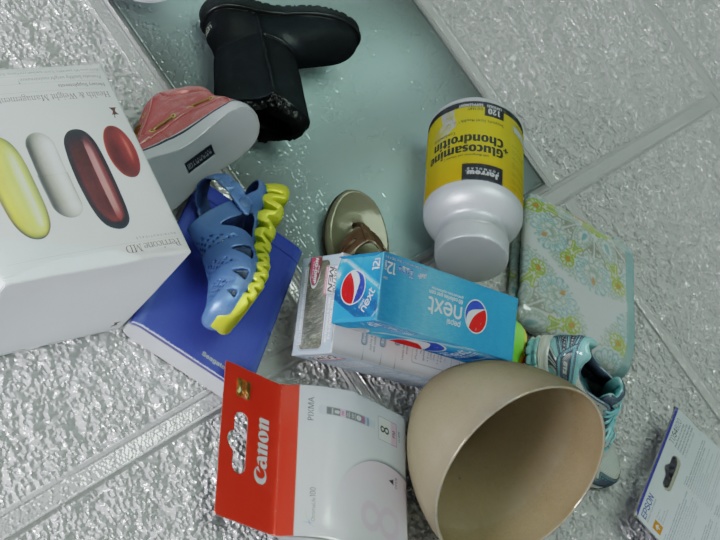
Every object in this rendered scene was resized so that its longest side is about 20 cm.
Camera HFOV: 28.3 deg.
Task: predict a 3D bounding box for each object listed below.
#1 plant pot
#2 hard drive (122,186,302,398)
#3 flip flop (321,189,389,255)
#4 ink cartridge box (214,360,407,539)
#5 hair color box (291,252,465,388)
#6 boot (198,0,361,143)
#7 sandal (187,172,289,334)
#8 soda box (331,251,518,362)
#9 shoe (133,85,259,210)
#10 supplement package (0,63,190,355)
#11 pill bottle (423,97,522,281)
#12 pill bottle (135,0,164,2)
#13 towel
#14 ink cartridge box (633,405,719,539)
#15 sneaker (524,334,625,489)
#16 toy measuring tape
[{"bbox_3d":[0.122,0.166,1.414,0.200,0.201,0.134,7,24,-37],"label":"plant pot"},{"bbox_3d":[-0.139,0.018,1.395,0.132,0.025,0.201,35,44,-17],"label":"hard drive"},{"bbox_3d":[0.000,0.000,1.500,0.081,0.058,0.201,22,52,-22],"label":"flip flop"},{"bbox_3d":[-0.040,0.180,1.330,0.200,0.057,0.163,33,44,-37],"label":"ink cartridge box"},{"bbox_3d":[0.027,0.055,1.440,0.199,0.060,0.100,18,73,-43],"label":"hair color box"},{"bbox_3d":[-0.078,-0.212,1.569,0.199,0.076,0.169,6,54,-29],"label":"boot"},{"bbox_3d":[-0.129,-0.022,1.363,0.087,0.080,0.201,28,38,-18],"label":"sandal"},{"bbox_3d":[0.065,0.039,1.392,0.199,0.064,0.068,18,73,-42],"label":"soda box"},{"bbox_3d":[-0.201,-0.114,1.412,0.200,0.072,0.091,-37,43,-25],"label":"shoe"},{"bbox_3d":[-0.290,-0.052,1.227,0.191,0.147,0.201,-13,69,-44],"label":"supplement package"},{"bbox_3d":[0.129,-0.091,1.623,0.112,0.112,0.201,26,47,-24],"label":"pill bottle"},{"bbox_3d":[-0.238,-0.392,1.537,0.112,0.112,0.201,5,59,-38],"label":"pill bottle"},{"bbox_3d":[0.252,0.016,1.714,0.171,0.048,0.201,26,48,-20],"label":"towel"},{"bbox_3d":[0.396,0.288,1.646,0.200,0.041,0.200,44,43,-6],"label":"ink cartridge box"},{"bbox_3d":[0.249,0.156,1.551,0.201,0.086,0.078,62,35,-24],"label":"sneaker"},{"bbox_3d":[0.147,0.112,1.538,0.073,0.074,0.201,25,48,-25],"label":"toy measuring tape"}]
